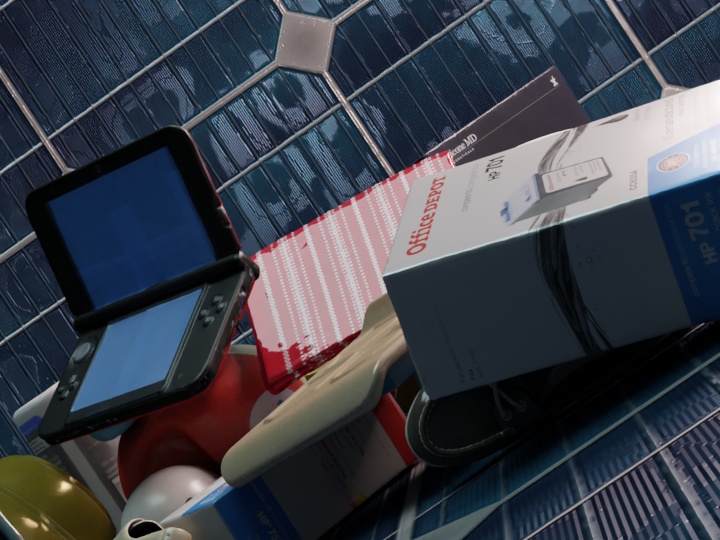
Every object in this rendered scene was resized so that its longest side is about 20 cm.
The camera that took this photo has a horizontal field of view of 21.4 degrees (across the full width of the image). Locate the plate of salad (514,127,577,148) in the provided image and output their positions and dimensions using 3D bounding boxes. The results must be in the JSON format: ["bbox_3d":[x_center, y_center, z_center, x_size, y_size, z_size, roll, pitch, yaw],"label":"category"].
[{"bbox_3d":[0.156,-0.050,1.368,0.198,0.048,0.201,-14,28,8],"label":"plate of salad"}]

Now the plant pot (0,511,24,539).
[{"bbox_3d":[-0.314,0.266,1.336,0.195,0.197,0.200,-40,-9,-19],"label":"plant pot"}]

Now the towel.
[{"bbox_3d":[0.000,0.000,1.447,0.199,0.023,0.145,-29,42,8],"label":"towel"}]

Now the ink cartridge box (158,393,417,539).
[{"bbox_3d":[-0.035,0.144,1.357,0.199,0.068,0.116,-35,2,-29],"label":"ink cartridge box"}]

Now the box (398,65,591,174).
[{"bbox_3d":[0.147,-0.059,1.794,0.199,0.183,0.104,-34,1,-36],"label":"box"}]

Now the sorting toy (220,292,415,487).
[{"bbox_3d":[0.012,0.058,1.261,0.185,0.037,0.200,-35,8,47],"label":"sorting toy"}]

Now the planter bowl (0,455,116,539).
[{"bbox_3d":[-0.251,0.203,1.481,0.084,0.200,0.200,-53,9,-25],"label":"planter bowl"}]

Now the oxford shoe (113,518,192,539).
[{"bbox_3d":[-0.150,0.210,1.309,0.200,0.070,0.075,-15,59,64],"label":"oxford shoe"}]

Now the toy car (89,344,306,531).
[{"bbox_3d":[-0.118,0.170,1.456,0.176,0.184,0.201,-32,31,26],"label":"toy car"}]

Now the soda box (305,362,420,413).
[{"bbox_3d":[-0.029,0.094,1.582,0.198,0.068,0.064,-17,30,6],"label":"soda box"}]

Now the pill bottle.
[{"bbox_3d":[-0.212,0.181,1.710,0.113,0.201,0.114,-33,2,1],"label":"pill bottle"}]

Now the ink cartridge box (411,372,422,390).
[{"bbox_3d":[0.100,0.052,1.254,0.116,0.068,0.200,-35,1,-12],"label":"ink cartridge box"}]

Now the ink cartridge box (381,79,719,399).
[{"bbox_3d":[0.123,-0.018,1.074,0.198,0.087,0.147,-16,21,15],"label":"ink cartridge box"}]

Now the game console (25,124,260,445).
[{"bbox_3d":[-0.185,0.015,1.424,0.199,0.119,0.173,-20,38,41],"label":"game console"}]

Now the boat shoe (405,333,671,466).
[{"bbox_3d":[0.113,0.047,1.121,0.199,0.067,0.057,-31,-4,-11],"label":"boat shoe"}]
